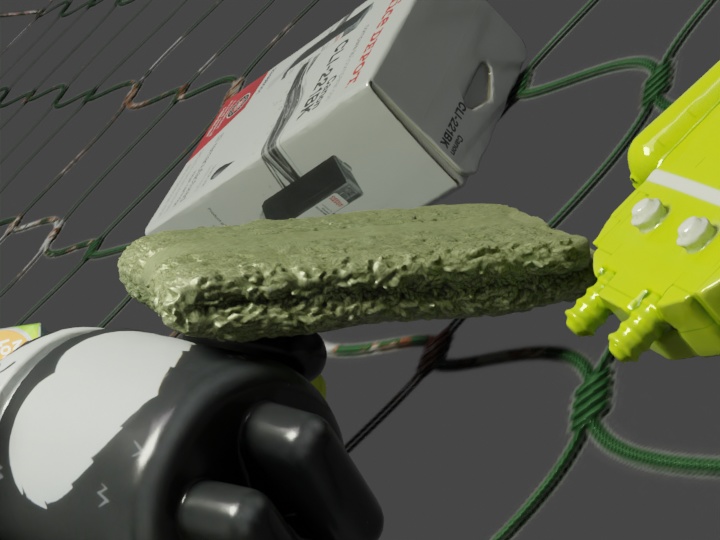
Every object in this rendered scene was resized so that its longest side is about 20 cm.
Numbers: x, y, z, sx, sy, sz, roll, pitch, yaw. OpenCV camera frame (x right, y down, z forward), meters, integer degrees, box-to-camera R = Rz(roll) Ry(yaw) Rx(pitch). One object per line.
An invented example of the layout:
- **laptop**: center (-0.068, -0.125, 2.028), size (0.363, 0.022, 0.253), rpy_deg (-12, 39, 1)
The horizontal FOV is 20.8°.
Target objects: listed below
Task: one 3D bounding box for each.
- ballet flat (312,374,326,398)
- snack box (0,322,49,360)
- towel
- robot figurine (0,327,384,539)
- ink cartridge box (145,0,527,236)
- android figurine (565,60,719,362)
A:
- **ballet flat**: center (-0.085, 0.107, 0.961), size (0.200, 0.067, 0.067), rpy_deg (-33, 42, 39)
- **snack box**: center (-0.218, 0.133, 0.962), size (0.141, 0.053, 0.201), rpy_deg (-8, 61, 9)
- **towel**: center (0.000, 0.000, 0.861), size (0.199, 0.037, 0.148), rpy_deg (-5, 9, -15)
- **robot figurine**: center (-0.087, 0.089, 0.836), size (0.199, 0.126, 0.150), rpy_deg (9, 10, 44)
- **ink cartridge box**: center (-0.014, -0.077, 1.144), size (0.199, 0.084, 0.145), rpy_deg (-29, 23, 38)
- **android figurine**: center (0.162, -0.040, 0.762), size (0.200, 0.041, 0.182), rpy_deg (-44, 18, -1)
